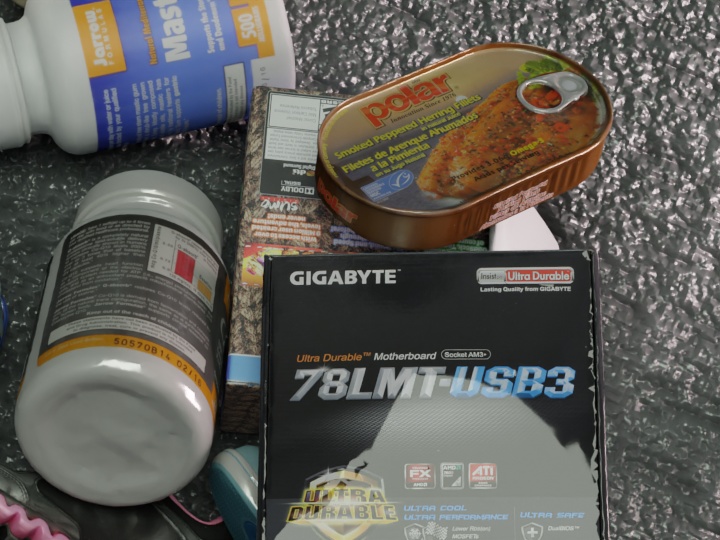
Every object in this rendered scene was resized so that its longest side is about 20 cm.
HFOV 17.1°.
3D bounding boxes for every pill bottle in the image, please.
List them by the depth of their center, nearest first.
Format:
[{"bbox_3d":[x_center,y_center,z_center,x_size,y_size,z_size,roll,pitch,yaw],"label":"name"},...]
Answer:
[{"bbox_3d":[-0.137,0.035,1.427,0.116,0.116,0.200,8,38,-3],"label":"pill bottle"},{"bbox_3d":[-0.150,-0.137,1.529,0.200,0.112,0.112,-13,71,-12],"label":"pill bottle"}]

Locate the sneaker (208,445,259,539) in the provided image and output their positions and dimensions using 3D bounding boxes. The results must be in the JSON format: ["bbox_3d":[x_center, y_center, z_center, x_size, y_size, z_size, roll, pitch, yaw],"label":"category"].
[{"bbox_3d":[0.008,0.159,1.442,0.131,0.080,0.200,-41,99,-20],"label":"sneaker"}]

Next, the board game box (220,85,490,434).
[{"bbox_3d":[0.000,0.000,1.500,0.159,0.097,0.200,6,69,-4],"label":"board game box"}]

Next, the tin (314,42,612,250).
[{"bbox_3d":[0.062,-0.077,1.442,0.200,0.042,0.112,-24,57,-30],"label":"tin"}]

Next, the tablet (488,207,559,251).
[{"bbox_3d":[0.100,0.055,1.477,0.014,0.130,0.200,-4,67,20],"label":"tablet"}]

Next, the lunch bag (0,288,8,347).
[{"bbox_3d":[-0.307,0.068,1.450,0.161,0.082,0.200,15,68,1],"label":"lunch bag"}]

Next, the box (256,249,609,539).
[{"bbox_3d":[0.041,0.087,1.377,0.200,0.050,0.199,0,70,2],"label":"box"}]

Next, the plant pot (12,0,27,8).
[{"bbox_3d":[-0.190,-0.301,1.559,0.200,0.201,0.184,-26,63,-15],"label":"plant pot"}]

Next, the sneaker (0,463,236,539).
[{"bbox_3d":[-0.159,0.147,1.429,0.200,0.079,0.095,29,59,-19],"label":"sneaker"}]
